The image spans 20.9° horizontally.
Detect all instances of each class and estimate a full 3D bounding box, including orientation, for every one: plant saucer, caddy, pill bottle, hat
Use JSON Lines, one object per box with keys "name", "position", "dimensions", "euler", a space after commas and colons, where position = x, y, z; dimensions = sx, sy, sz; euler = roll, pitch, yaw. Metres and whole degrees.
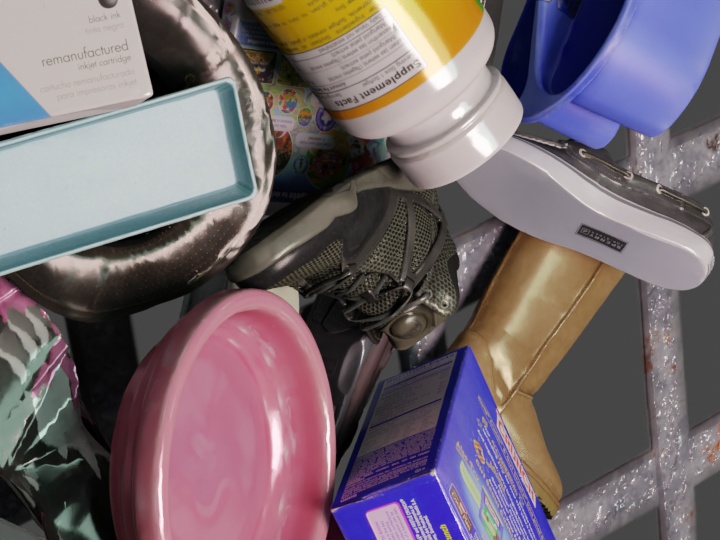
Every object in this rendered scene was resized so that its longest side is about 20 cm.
{"name": "plant saucer", "position": [-0.079, 0.110, 1.085], "dimensions": [0.201, 0.051, 0.201], "euler": [0, 90, -64]}
{"name": "caddy", "position": [0.163, -0.177, 1.287], "dimensions": [0.105, 0.141, 0.200], "euler": [30, 73, -23]}
{"name": "pill bottle", "position": [0.008, -0.148, 1.133], "dimensions": [0.111, 0.111, 0.200], "euler": [-48, 115, -22]}
{"name": "plant saucer", "position": [-0.153, -0.045, 1.023], "dimensions": [0.200, 0.019, 0.070], "euler": [-18, 111, -19]}
{"name": "hat", "position": [-0.147, -0.077, 1.073], "dimensions": [0.201, 0.081, 0.201], "euler": [-7, 108, -23]}

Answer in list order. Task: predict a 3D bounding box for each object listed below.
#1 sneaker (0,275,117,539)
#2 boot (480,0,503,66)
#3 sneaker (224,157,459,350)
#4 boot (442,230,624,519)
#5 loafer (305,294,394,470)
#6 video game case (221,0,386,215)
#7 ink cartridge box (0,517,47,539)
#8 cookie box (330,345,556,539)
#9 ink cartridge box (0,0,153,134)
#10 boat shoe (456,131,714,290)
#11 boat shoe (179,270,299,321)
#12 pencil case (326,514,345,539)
{"name": "sneaker", "position": [-0.189, 0.090, 1.103], "dimensions": [0.080, 0.086, 0.200], "euler": [-29, 102, -15]}
{"name": "boot", "position": [0.090, -0.215, 1.260], "dimensions": [0.165, 0.066, 0.200], "euler": [-3, 102, -49]}
{"name": "sneaker", "position": [0.000, 0.000, 1.172], "dimensions": [0.199, 0.076, 0.114], "euler": [-25, 91, -59]}
{"name": "boot", "position": [0.139, 0.057, 1.400], "dimensions": [0.200, 0.066, 0.175], "euler": [-54, 132, -18]}
{"name": "loafer", "position": [-0.020, 0.088, 1.260], "dimensions": [0.063, 0.072, 0.200], "euler": [41, 71, -46]}
{"name": "video game case", "position": [-0.030, -0.132, 1.217], "dimensions": [0.143, 0.018, 0.200], "euler": [2, 101, -44]}
{"name": "ink cartridge box", "position": [-0.179, 0.198, 1.054], "dimensions": [0.083, 0.200, 0.147], "euler": [-56, 133, -18]}
{"name": "cookie box", "position": [0.061, 0.167, 1.236], "dimensions": [0.171, 0.075, 0.200], "euler": [65, 16, -14]}
{"name": "ink cartridge box", "position": [-0.183, -0.169, 0.965], "dimensions": [0.116, 0.067, 0.200], "euler": [-14, 94, -12]}
{"name": "boat shoe", "position": [0.157, -0.058, 1.340], "dimensions": [0.200, 0.070, 0.066], "euler": [24, 53, -4]}
{"name": "boat shoe", "position": [-0.085, 0.087, 1.196], "dimensions": [0.070, 0.071, 0.201], "euler": [5, 92, -52]}
{"name": "pencil case", "position": [0.012, 0.228, 1.287], "dimensions": [0.094, 0.091, 0.200], "euler": [-38, 141, 0]}
